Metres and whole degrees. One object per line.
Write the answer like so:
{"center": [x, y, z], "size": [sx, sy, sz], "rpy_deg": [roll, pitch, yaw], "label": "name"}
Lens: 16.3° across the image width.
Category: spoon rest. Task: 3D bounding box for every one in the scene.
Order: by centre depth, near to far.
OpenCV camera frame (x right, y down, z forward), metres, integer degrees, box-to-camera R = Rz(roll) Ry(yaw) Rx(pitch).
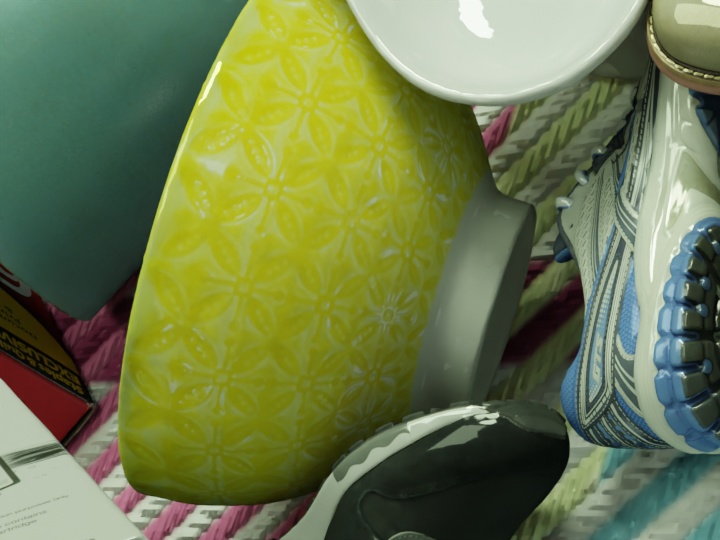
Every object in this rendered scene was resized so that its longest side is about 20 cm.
{"center": [0.013, -0.124, 0.843], "size": [0.200, 0.061, 0.099], "rpy_deg": [36, 85, 32], "label": "spoon rest"}

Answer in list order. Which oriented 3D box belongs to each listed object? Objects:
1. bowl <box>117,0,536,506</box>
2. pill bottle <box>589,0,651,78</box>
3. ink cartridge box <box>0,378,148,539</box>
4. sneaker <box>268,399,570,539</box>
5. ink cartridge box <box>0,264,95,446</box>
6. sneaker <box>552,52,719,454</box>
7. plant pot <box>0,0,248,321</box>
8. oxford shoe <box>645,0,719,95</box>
{"center": [0.000, 0.000, 0.894], "size": [0.108, 0.200, 0.200], "rpy_deg": [17, 72, 10], "label": "bowl"}
{"center": [0.103, -0.182, 0.928], "size": [0.114, 0.114, 0.200], "rpy_deg": [15, 75, 54], "label": "pill bottle"}
{"center": [-0.123, 0.138, 0.884], "size": [0.084, 0.146, 0.200], "rpy_deg": [-18, 18, -17], "label": "ink cartridge box"}
{"center": [0.008, 0.123, 0.851], "size": [0.200, 0.076, 0.088], "rpy_deg": [-43, 51, 34], "label": "sneaker"}
{"center": [-0.221, 0.023, 1.081], "size": [0.084, 0.200, 0.176], "rpy_deg": [-49, 35, 9], "label": "ink cartridge box"}
{"center": [0.102, -0.030, 0.846], "size": [0.085, 0.077, 0.200], "rpy_deg": [-20, 49, 47], "label": "sneaker"}
{"center": [-0.123, -0.107, 1.080], "size": [0.161, 0.201, 0.201], "rpy_deg": [-41, 36, 4], "label": "plant pot"}
{"center": [0.177, -0.106, 0.759], "size": [0.200, 0.074, 0.071], "rpy_deg": [-15, 58, 17], "label": "oxford shoe"}
